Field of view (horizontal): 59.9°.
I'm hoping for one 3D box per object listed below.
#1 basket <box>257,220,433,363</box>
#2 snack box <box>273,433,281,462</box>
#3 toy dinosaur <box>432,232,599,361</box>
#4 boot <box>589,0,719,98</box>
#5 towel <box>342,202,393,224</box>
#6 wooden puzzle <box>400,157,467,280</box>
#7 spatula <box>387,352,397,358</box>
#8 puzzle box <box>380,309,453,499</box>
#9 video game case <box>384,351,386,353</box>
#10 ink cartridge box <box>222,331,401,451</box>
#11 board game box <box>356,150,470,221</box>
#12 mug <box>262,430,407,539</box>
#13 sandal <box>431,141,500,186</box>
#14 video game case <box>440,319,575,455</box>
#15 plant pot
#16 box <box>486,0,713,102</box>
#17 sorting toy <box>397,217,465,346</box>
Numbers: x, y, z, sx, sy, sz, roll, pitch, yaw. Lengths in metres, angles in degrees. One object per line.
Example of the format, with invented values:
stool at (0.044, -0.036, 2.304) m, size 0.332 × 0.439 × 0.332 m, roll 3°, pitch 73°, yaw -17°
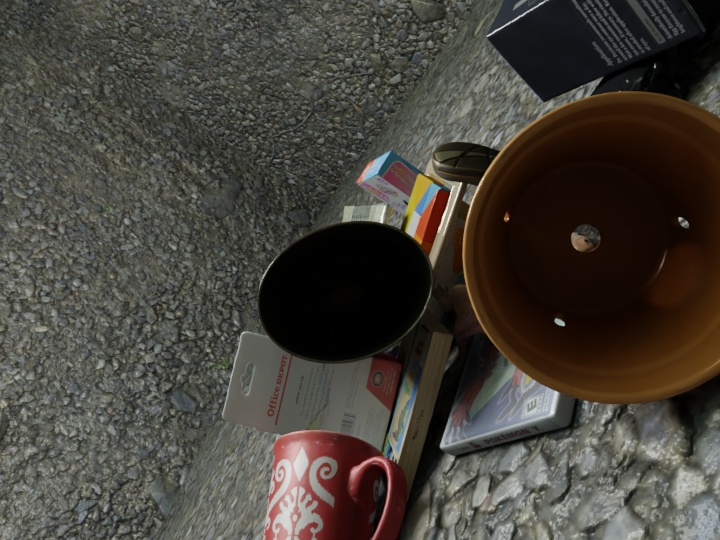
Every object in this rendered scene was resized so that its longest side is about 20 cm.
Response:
basket at (-0.015, 0.028, 0.717) m, size 0.179 × 0.137 × 0.200 m, roll -17°, pitch -4°, yaw -2°
snack box at (-0.091, 0.210, 0.942) m, size 0.200 × 0.037 × 0.117 m, roll 65°, pitch -148°, yaw -85°
toy dinosaur at (0.141, 0.021, 0.655) m, size 0.201 × 0.085 × 0.136 m, roll -60°, pitch 16°, yaw 17°
boot at (0.304, -0.224, 0.723) m, size 0.163 × 0.073 × 0.198 m, roll -56°, pitch 17°, yaw -2°
towel at (0.000, 0.000, 0.914) m, size 0.192 × 0.034 × 0.202 m, roll -164°, pitch 84°, yaw -71°
wooden puzzle at (0.078, -0.052, 0.798) m, size 0.185 × 0.037 × 0.201 m, roll -110°, pitch 41°, yaw -73°
spatula at (0.061, 0.134, 0.953) m, size 0.200 × 0.020 × 0.057 m, roll -39°, pitch 21°, yaw 59°
puzzle box at (0.058, 0.151, 0.751) m, size 0.133 × 0.025 × 0.202 m, roll -125°, pitch 49°, yaw -79°
video game case at (-0.015, 0.173, 0.998) m, size 0.200 × 0.023 × 0.184 m, roll -46°, pitch 35°, yaw 48°
ink cartridge box at (-0.061, 0.145, 0.777) m, size 0.067 × 0.198 × 0.118 m, roll -159°, pitch 83°, yaw -81°
board game box at (0.099, -0.102, 0.963) m, size 0.041 × 0.199 × 0.153 m, roll -58°, pitch 12°, yaw -4°
mug at (-0.042, 0.282, 0.655) m, size 0.178 × 0.132 × 0.201 m, roll 118°, pitch 165°, yaw -51°
sandal at (0.171, -0.087, 0.664) m, size 0.082 × 0.198 × 0.055 m, roll -75°, pitch -5°, yaw -53°
video game case at (0.163, 0.082, 0.642) m, size 0.182 × 0.023 × 0.201 m, roll -43°, pitch 19°, yaw 55°
plant pot at (0.178, -0.021, 0.467) m, size 0.201 × 0.199 × 0.140 m, roll -55°, pitch -5°, yaw 13°
box at (0.271, -0.322, 0.683) m, size 0.199 × 0.117 × 0.198 m, roll -12°, pitch 46°, yaw 55°
sorting toy at (0.099, 0.029, 0.898) m, size 0.181 × 0.106 × 0.200 m, roll -66°, pitch 11°, yaw -5°
